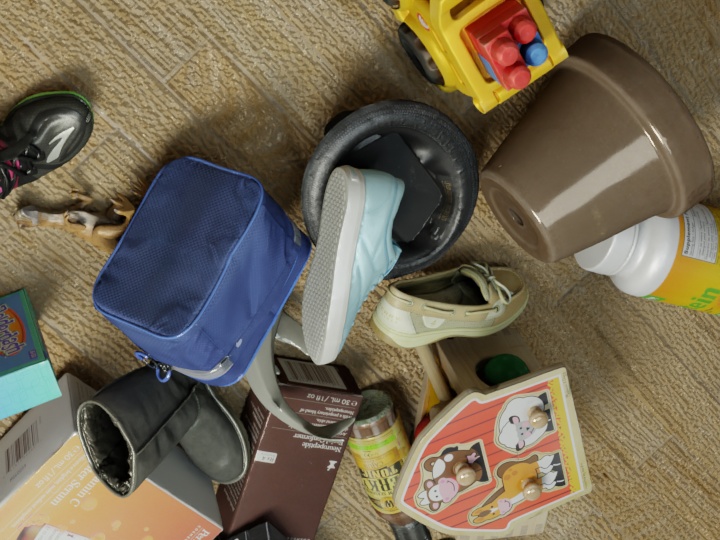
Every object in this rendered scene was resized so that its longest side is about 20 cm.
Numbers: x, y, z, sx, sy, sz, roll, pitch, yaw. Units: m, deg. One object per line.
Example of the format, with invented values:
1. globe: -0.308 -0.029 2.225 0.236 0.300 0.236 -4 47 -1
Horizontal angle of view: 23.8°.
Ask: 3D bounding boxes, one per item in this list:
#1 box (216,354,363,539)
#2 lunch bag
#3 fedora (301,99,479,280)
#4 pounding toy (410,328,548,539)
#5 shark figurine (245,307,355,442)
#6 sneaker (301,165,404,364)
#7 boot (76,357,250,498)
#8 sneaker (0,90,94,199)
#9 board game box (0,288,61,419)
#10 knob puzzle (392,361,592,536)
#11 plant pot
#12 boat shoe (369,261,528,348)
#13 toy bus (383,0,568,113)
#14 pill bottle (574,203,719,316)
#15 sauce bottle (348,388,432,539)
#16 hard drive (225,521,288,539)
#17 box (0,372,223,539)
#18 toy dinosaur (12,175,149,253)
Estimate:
1. box: -0.079 0.195 1.787 0.100 0.075 0.201 10 112 -23
2. lunch bag: -0.145 0.012 1.602 0.201 0.135 0.132 -60 145 -11
3. fedora: 0.017 -0.091 1.672 0.199 0.092 0.202 -12 123 -19
4. pounding toy: 0.112 0.145 1.783 0.141 0.184 0.201 -3 124 -19
5. shark figurine: -0.090 0.082 1.674 0.127 0.216 0.090 -16 164 1
6. sneaker: 0.000 0.000 1.611 0.081 0.074 0.201 2 118 -23
7. boot: -0.186 0.165 1.646 0.072 0.200 0.183 -26 103 17
8. sneaker: -0.327 -0.092 1.555 0.199 0.084 0.077 -32 121 -3
9. board game box: -0.388 0.101 1.586 0.199 0.152 0.045 -21 120 -8
10. knob puzzle: 0.128 0.198 1.688 0.218 0.031 0.221 -10 126 -14
11. plant pot: 0.216 -0.100 1.664 0.174 0.200 0.201 -39 121 -11
12. boat shoe: 0.099 0.025 1.741 0.200 0.073 0.063 -10 136 -35
13. toy bus: 0.103 -0.247 1.575 0.135 0.192 0.200 -33 119 -1
14. pill bottle: 0.330 -0.021 1.807 0.199 0.111 0.112 13 109 -24
15. sauce bottle: 0.034 0.223 1.844 0.064 0.065 0.201 -25 119 -7
16. hard drive: -0.147 0.347 1.804 0.199 0.038 0.140 -26 136 13
17. box: -0.263 0.229 1.707 0.152 0.107 0.200 -45 120 13
18. toy dinosaur: -0.235 -0.034 1.643 0.199 0.061 0.106 29 128 -24
